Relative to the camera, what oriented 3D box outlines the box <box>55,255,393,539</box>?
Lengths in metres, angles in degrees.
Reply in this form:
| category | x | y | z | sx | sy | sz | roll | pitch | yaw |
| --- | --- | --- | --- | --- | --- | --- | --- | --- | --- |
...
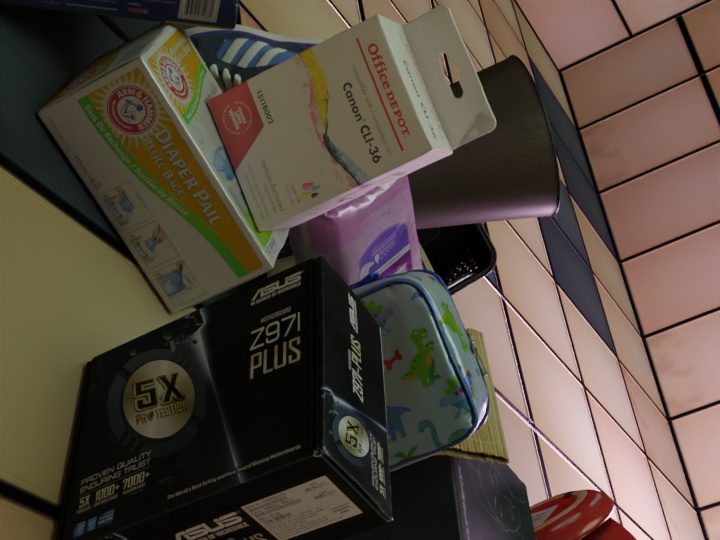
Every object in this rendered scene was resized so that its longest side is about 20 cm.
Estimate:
| category | x | y | z | sx | sy | sz | roll | pitch | yaw |
| --- | --- | --- | --- | --- | --- | --- | --- | --- | --- |
| box | -0.087 | 0.107 | 0.773 | 0.086 | 0.199 | 0.164 | 51 | 25 | -38 |

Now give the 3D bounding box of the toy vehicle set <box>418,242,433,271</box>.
| category | x | y | z | sx | sy | sz | roll | pitch | yaw |
| --- | --- | --- | --- | --- | --- | --- | --- | --- | --- |
| toy vehicle set | 0.046 | 0.078 | 1.243 | 0.200 | 0.124 | 0.027 | 62 | -3 | -25 |

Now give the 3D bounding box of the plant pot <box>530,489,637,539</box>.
| category | x | y | z | sx | sy | sz | roll | pitch | yaw |
| --- | --- | --- | --- | --- | --- | --- | --- | --- | --- |
| plant pot | 0.243 | 0.361 | 1.351 | 0.183 | 0.200 | 0.200 | 64 | 20 | 2 |

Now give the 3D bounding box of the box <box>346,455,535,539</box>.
| category | x | y | z | sx | sy | sz | roll | pitch | yaw |
| --- | --- | --- | --- | --- | --- | --- | --- | --- | --- |
| box | 0.084 | 0.264 | 1.155 | 0.197 | 0.124 | 0.200 | 51 | 24 | -39 |

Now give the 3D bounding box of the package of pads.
| category | x | y | z | sx | sy | sz | roll | pitch | yaw |
| --- | --- | --- | --- | --- | --- | --- | --- | --- | --- |
| package of pads | 0.000 | 0.000 | 1.108 | 0.120 | 0.075 | 0.201 | -36 | 128 | -38 |

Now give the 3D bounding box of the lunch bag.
| category | x | y | z | sx | sy | sz | roll | pitch | yaw |
| --- | --- | --- | --- | --- | --- | --- | --- | --- | --- |
| lunch bag | 0.002 | 0.094 | 1.019 | 0.161 | 0.199 | 0.082 | 66 | 19 | 1 |

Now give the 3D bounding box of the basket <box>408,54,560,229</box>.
| category | x | y | z | sx | sy | sz | roll | pitch | yaw |
| --- | --- | --- | --- | --- | --- | --- | --- | --- | --- |
| basket | 0.093 | -0.121 | 1.273 | 0.136 | 0.199 | 0.181 | -177 | -107 | -81 |

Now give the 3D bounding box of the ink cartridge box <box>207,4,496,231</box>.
| category | x | y | z | sx | sy | sz | roll | pitch | yaw |
| --- | --- | --- | --- | --- | --- | --- | --- | --- | --- |
| ink cartridge box | -0.006 | -0.123 | 0.935 | 0.117 | 0.199 | 0.067 | 67 | 19 | 4 |

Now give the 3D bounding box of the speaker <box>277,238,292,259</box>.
| category | x | y | z | sx | sy | sz | roll | pitch | yaw |
| --- | --- | --- | --- | --- | --- | --- | --- | --- | --- |
| speaker | -0.102 | -0.115 | 1.163 | 0.081 | 0.081 | 0.201 | 10 | 59 | -67 |

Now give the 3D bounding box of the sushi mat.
| category | x | y | z | sx | sy | sz | roll | pitch | yaw |
| --- | --- | --- | --- | --- | --- | --- | --- | --- | --- |
| sushi mat | 0.086 | 0.112 | 1.142 | 0.200 | 0.095 | 0.012 | -94 | -164 | -57 |

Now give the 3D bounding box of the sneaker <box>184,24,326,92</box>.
| category | x | y | z | sx | sy | sz | roll | pitch | yaw |
| --- | --- | --- | --- | --- | --- | --- | --- | --- | --- |
| sneaker | -0.097 | -0.151 | 1.052 | 0.147 | 0.199 | 0.081 | -95 | -172 | -51 |

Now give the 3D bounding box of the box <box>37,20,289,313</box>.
| category | x | y | z | sx | sy | sz | roll | pitch | yaw |
| --- | --- | --- | --- | --- | --- | --- | --- | --- | --- |
| box | -0.152 | -0.086 | 0.967 | 0.200 | 0.101 | 0.113 | 59 | 20 | -20 |

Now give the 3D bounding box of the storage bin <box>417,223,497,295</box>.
| category | x | y | z | sx | sy | sz | roll | pitch | yaw |
| --- | --- | --- | --- | --- | --- | --- | --- | --- | --- |
| storage bin | 0.056 | -0.066 | 1.400 | 0.200 | 0.135 | 0.094 | 59 | 0 | -19 |

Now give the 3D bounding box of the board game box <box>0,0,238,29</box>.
| category | x | y | z | sx | sy | sz | roll | pitch | yaw |
| --- | --- | --- | --- | --- | --- | --- | --- | --- | --- |
| board game box | -0.208 | -0.286 | 0.982 | 0.199 | 0.062 | 0.200 | 3 | 41 | -18 |
